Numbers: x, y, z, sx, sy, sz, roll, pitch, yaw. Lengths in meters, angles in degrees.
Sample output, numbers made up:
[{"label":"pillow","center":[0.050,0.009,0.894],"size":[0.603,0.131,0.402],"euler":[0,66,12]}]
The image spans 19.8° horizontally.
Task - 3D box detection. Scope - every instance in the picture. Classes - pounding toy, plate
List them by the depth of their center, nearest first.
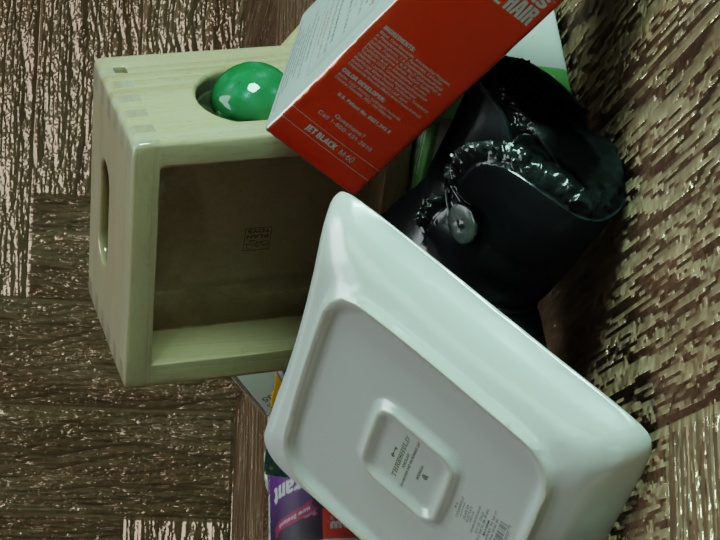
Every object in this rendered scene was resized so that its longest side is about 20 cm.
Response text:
[{"label":"plate","center":[0.032,0.090,1.024],"size":[0.032,0.200,0.200],"euler":[-34,-26,-39]},{"label":"pounding toy","center":[-0.057,-0.063,1.174],"size":[0.142,0.183,0.201],"euler":[-121,30,-52]}]

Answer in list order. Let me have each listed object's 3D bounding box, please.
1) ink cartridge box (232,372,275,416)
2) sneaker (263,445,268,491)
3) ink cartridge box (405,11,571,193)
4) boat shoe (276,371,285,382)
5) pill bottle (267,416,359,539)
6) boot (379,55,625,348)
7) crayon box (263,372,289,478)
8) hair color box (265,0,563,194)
[{"label":"ink cartridge box","center":[-0.031,-0.007,1.561],"size":[0.083,0.146,0.200],"euler":[52,-158,-39]},{"label":"sneaker","center":[-0.040,0.154,1.882],"size":[0.083,0.080,0.201],"euler":[25,125,53]},{"label":"ink cartridge box","center":[0.061,-0.104,1.200],"size":[0.145,0.084,0.201],"euler":[101,168,-47]},{"label":"boat shoe","center":[0.000,0.127,1.359],"size":[0.070,0.066,0.200],"euler":[-93,-19,-59]},{"label":"pill bottle","center":[-0.014,0.190,1.539],"size":[0.112,0.111,0.201],"euler":[106,164,-58]},{"label":"boot","center":[0.079,0.013,1.036],"size":[0.168,0.076,0.201],"euler":[-53,55,49]},{"label":"crayon box","center":[0.003,0.053,1.411],"size":[0.058,0.118,0.201],"euler":[-79,-3,-59]},{"label":"hair color box","center":[0.044,-0.141,1.019],"size":[0.200,0.064,0.111],"euler":[-43,21,36]}]
